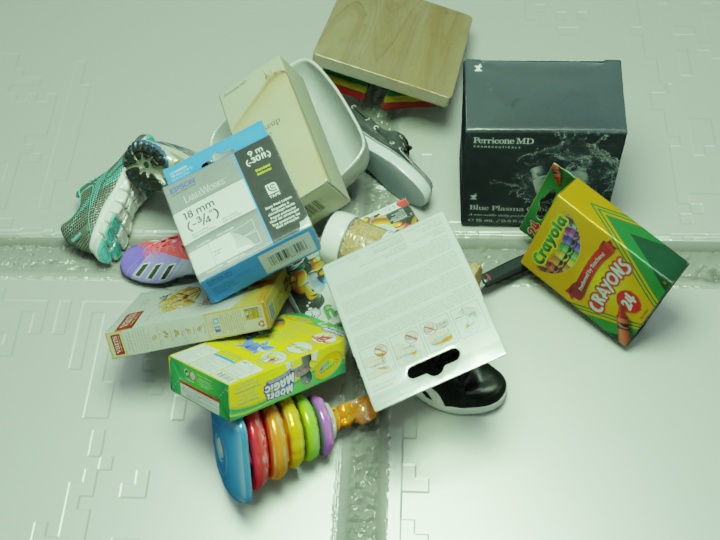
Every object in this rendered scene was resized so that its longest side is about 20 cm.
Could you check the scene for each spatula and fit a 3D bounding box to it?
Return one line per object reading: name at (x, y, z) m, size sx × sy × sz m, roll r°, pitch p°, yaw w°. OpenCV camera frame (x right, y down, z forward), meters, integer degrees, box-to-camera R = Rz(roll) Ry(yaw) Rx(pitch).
spatula at (0.141, 0.024, 1.242) m, size 0.197 × 0.021 × 0.057 m, roll -27°, pitch 59°, yaw -13°

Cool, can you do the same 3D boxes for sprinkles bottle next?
sprinkles bottle at (0.048, -0.010, 1.207) m, size 0.197 × 0.069 × 0.069 m, roll 21°, pitch 62°, yaw 17°

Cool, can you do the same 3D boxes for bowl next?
bowl at (-0.089, -0.157, 1.319) m, size 0.198 × 0.075 × 0.202 m, roll -37°, pitch 62°, yaw 9°

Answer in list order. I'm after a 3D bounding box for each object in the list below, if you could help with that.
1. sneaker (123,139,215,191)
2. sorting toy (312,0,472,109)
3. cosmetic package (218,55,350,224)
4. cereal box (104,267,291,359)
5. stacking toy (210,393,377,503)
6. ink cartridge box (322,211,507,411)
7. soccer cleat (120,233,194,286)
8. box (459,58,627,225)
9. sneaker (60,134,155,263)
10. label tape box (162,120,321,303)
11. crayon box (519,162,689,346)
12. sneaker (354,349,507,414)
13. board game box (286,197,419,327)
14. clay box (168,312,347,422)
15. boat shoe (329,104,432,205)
sneaker at (-0.208, -0.122, 1.285) m, size 0.198 × 0.078 × 0.085 m, roll 29°, pitch 23°, yaw 17°
sorting toy at (0.045, -0.309, 1.404) m, size 0.195 × 0.070 × 0.202 m, roll 18°, pitch 48°, yaw 0°
cosmetic package at (-0.097, -0.155, 1.240) m, size 0.102 × 0.073 × 0.203 m, roll -30°, pitch 63°, yaw 14°
cereal box at (-0.191, 0.047, 1.182) m, size 0.196 × 0.040 × 0.144 m, roll -11°, pitch 16°, yaw 9°
stacking toy at (-0.069, 0.180, 1.134) m, size 0.196 × 0.112 × 0.116 m, roll -11°, pitch 23°, yaw -22°
ink cartridge box at (0.059, 0.049, 1.102) m, size 0.157 × 0.047 × 0.203 m, roll -23°, pitch 57°, yaw 2°
soccer cleat at (-0.227, -0.024, 1.263) m, size 0.196 × 0.073 × 0.070 m, roll -1°, pitch 62°, yaw 17°
box at (0.223, -0.158, 1.252) m, size 0.192 × 0.201 × 0.120 m, roll 1°, pitch 58°, yaw 5°
sneaker at (-0.340, -0.108, 1.336) m, size 0.089 × 0.078 × 0.203 m, roll 11°, pitch 58°, yaw 16°
label tape box at (-0.149, -0.086, 1.145) m, size 0.142 × 0.064 × 0.202 m, roll -26°, pitch 64°, yaw -1°
crayon box at (0.277, -0.019, 1.189) m, size 0.199 × 0.128 × 0.051 m, roll 40°, pitch 51°, yaw 17°
sneaker at (0.078, 0.100, 1.155) m, size 0.196 × 0.113 × 0.074 m, roll 17°, pitch 61°, yaw 14°
board game box at (0.000, 0.000, 1.267) m, size 0.197 × 0.035 × 0.127 m, roll -25°, pitch 61°, yaw -11°
clay box at (-0.105, 0.103, 1.123) m, size 0.114 × 0.049 × 0.198 m, roll 17°, pitch 25°, yaw 42°
boat shoe at (0.035, -0.165, 1.352) m, size 0.066 × 0.070 × 0.199 m, roll -41°, pitch 57°, yaw -18°
